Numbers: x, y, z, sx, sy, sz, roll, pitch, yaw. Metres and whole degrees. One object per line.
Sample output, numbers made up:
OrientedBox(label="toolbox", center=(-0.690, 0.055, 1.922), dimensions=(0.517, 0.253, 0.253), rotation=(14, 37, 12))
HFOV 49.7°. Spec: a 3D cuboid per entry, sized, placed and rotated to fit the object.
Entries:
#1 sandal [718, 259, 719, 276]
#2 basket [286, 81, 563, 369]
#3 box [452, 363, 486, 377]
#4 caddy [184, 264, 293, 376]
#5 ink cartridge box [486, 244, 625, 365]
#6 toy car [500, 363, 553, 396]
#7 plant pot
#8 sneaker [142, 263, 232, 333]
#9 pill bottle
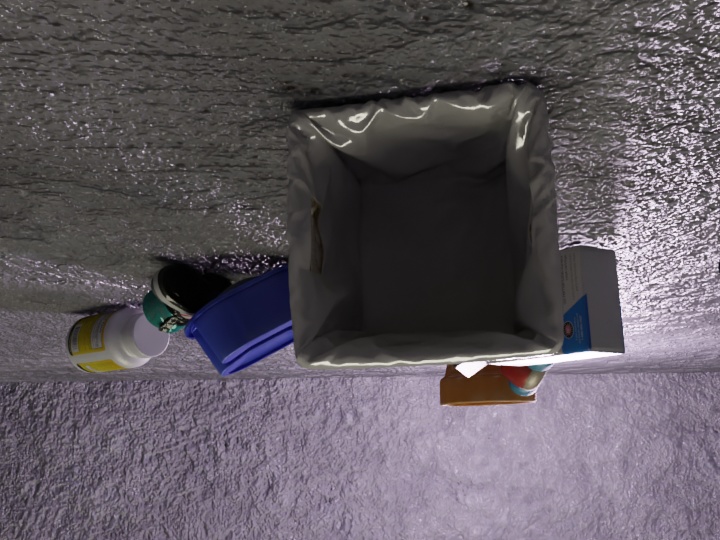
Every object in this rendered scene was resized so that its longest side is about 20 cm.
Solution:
OrientedBox(label="sandal", center=(0.587, 0.005, 1.114), dimensions=(0.199, 0.076, 0.048), rotation=(3, -175, -18))
OrientedBox(label="basket", center=(0.056, -0.022, 0.630), dimensions=(0.198, 0.200, 0.161), rotation=(-4, 172, 11))
OrientedBox(label="box", center=(0.126, 0.079, 1.185), dimensions=(0.044, 0.161, 0.200), rotation=(-35, 163, 5))
OrientedBox(label="caddy", center=(-0.152, 0.061, 1.113), dimensions=(0.199, 0.105, 0.142), rotation=(-27, 165, -21))
OrientedBox(label="ink cartridge box", center=(0.269, 0.057, 1.122), dimensions=(0.084, 0.147, 0.199), rotation=(5, 166, -35))
OrientedBox(label="toy car", center=(0.275, 0.111, 1.462), dimensions=(0.199, 0.178, 0.185), rotation=(26, 158, 12))
OrientedBox(label="plant pot", center=(0.262, 0.187, 1.633), dimensions=(0.198, 0.185, 0.200), rotation=(-2, 168, 0))
OrientedBox(label="sneaker", center=(-0.280, 0.041, 1.155), dimensions=(0.120, 0.084, 0.200), rotation=(-15, 165, 17))
OrientedBox(label="pill bottle", center=(-0.451, 0.130, 1.454), dimensions=(0.199, 0.112, 0.111), rotation=(-10, 165, 38))
